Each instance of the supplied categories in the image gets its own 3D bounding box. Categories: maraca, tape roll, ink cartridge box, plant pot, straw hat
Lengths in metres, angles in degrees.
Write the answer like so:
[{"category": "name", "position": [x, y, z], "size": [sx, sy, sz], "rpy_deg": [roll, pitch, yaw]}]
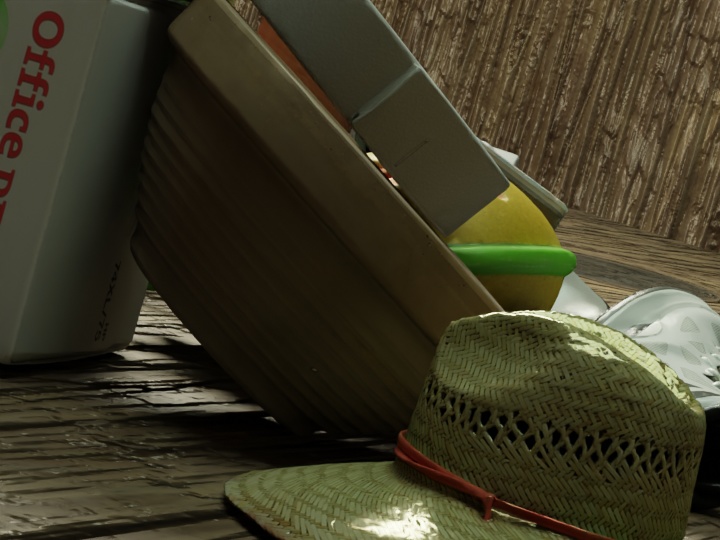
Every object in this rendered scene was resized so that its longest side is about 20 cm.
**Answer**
[{"category": "maraca", "position": [0.000, 0.000, 1.140], "size": [0.199, 0.108, 0.137], "rpy_deg": [-1, -7, -23]}, {"category": "tape roll", "position": [-0.014, -0.102, 1.033], "size": [0.203, 0.037, 0.203], "rpy_deg": [52, 3, -3]}, {"category": "ink cartridge box", "position": [-0.182, -0.062, 1.007], "size": [0.199, 0.147, 0.146], "rpy_deg": [17, 4, 12]}, {"category": "plant pot", "position": [-0.023, -0.004, 0.973], "size": [0.201, 0.093, 0.201], "rpy_deg": [49, 3, -3]}, {"category": "straw hat", "position": [0.063, 0.058, 0.824], "size": [0.200, 0.085, 0.201], "rpy_deg": [16, 6, -2]}]

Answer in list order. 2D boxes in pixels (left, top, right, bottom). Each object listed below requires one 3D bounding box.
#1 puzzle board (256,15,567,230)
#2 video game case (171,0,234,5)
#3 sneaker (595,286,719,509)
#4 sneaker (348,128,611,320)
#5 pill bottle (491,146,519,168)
[{"category": "puzzle board", "position": [0.016, -0.060, 1.436], "size": [0.200, 0.017, 0.151], "rpy_deg": [38, -30, 6]}, {"category": "video game case", "position": [-0.152, -0.144, 1.046], "size": [0.199, 0.023, 0.182], "rpy_deg": [16, 4, 1]}, {"category": "sneaker", "position": [0.142, 0.066, 1.131], "size": [0.115, 0.076, 0.200], "rpy_deg": [29, 20, 30]}, {"category": "sneaker", "position": [0.055, -0.012, 1.346], "size": [0.074, 0.080, 0.200], "rpy_deg": [-30, 52, -35]}, {"category": "pill bottle", "position": [-0.005, -0.058, 1.637], "size": [0.199, 0.115, 0.114], "rpy_deg": [16, 6, 6]}]
